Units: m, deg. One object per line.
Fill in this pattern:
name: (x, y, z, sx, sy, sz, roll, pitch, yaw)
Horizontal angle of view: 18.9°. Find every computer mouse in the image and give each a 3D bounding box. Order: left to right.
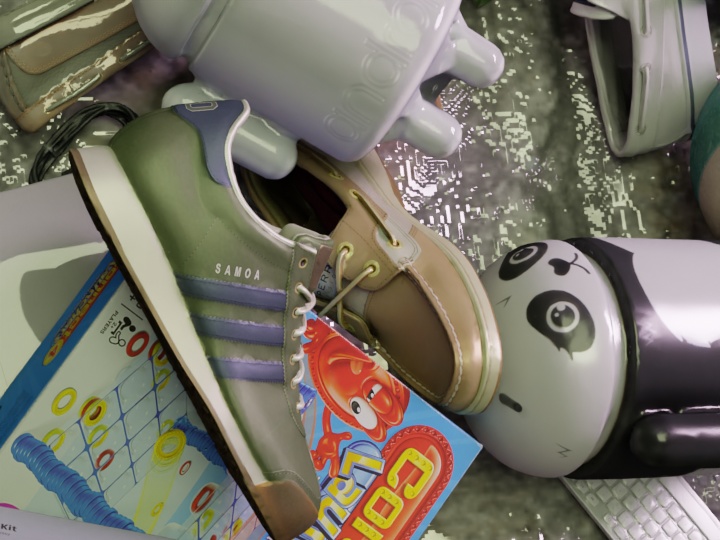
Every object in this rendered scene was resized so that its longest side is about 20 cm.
computer mouse: (-0.084, -0.081, 1.147, 0.199, 0.034, 0.059, -23, 72, -12)

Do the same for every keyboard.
keyboard: (0.140, 0.111, 1.152, 0.056, 0.011, 0.200, -38, 86, -21)

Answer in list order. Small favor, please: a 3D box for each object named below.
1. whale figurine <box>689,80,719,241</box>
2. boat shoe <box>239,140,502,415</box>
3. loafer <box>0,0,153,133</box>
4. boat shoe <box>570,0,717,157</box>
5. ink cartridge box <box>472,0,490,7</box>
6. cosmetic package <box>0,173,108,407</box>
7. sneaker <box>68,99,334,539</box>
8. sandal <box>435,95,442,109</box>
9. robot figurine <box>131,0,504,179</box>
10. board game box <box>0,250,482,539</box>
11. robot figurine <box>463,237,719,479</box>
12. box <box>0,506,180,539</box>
whale figurine: (0.267, -0.060, 1.177, 0.199, 0.159, 0.104, 13, 43, -33)
boat shoe: (0.000, 0.000, 1.083, 0.066, 0.074, 0.200, -4, 39, -34)
loafer: (-0.106, -0.137, 1.142, 0.199, 0.072, 0.063, -26, 97, -15)
boat shoe: (0.143, -0.155, 1.164, 0.065, 0.074, 0.201, -23, 110, -16)
ink cartridge box: (0.118, -0.248, 1.229, 0.200, 0.059, 0.104, -34, 84, -21)
cosmetic package: (-0.152, 0.015, 1.070, 0.199, 0.090, 0.107, -14, 78, -20)
sneaker: (-0.045, 0.017, 0.954, 0.090, 0.067, 0.201, -29, 103, -9)
sandal: (0.019, -0.175, 1.175, 0.069, 0.078, 0.212, -23, 74, -20)
robot figurine: (-0.028, -0.131, 1.056, 0.199, 0.113, 0.170, 30, 91, -8)
board game box: (-0.077, 0.103, 1.020, 0.196, 0.056, 0.200, 38, 83, -20)
robot figurine: (0.144, 0.043, 1.103, 0.199, 0.150, 0.126, 1, 81, -25)
box: (-0.173, 0.197, 0.964, 0.155, 0.041, 0.201, 12, 115, -10)
